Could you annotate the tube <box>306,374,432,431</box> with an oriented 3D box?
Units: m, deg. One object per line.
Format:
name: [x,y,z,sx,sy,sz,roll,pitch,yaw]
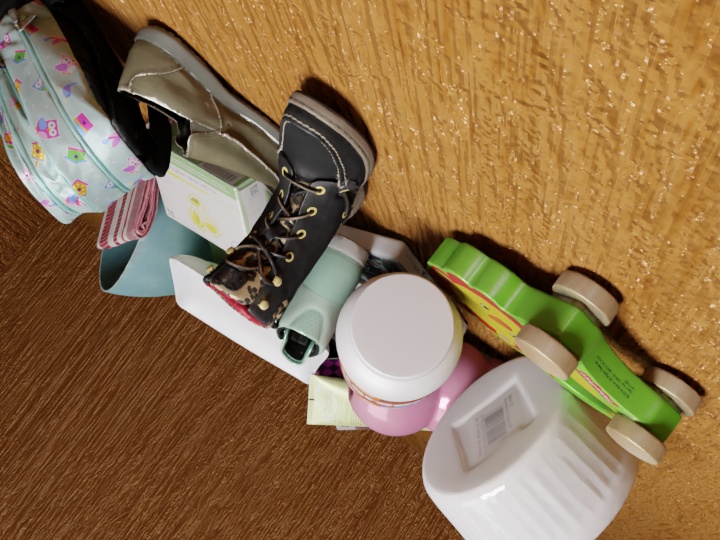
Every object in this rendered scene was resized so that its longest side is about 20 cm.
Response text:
tube: [0.035,0.163,0.971,0.198,0.059,0.052,4,169,0]

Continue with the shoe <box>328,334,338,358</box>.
shoe: [-0.109,0.063,1.059,0.199,0.072,0.091,34,166,-14]

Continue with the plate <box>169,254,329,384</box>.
plate: [-0.128,0.055,0.939,0.199,0.032,0.200,31,160,1]

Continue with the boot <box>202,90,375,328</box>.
boot: [-0.059,-0.039,0.632,0.073,0.151,0.200,34,168,7]

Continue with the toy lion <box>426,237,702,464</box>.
toy lion: [0.146,0.051,0.647,0.200,0.069,0.191,42,173,-26]

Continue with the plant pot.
plant pot: [-0.231,-0.051,1.018,0.134,0.202,0.200,19,177,-28]

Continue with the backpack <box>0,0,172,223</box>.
backpack: [-0.260,-0.144,0.734,0.201,0.126,0.167,59,-174,30]

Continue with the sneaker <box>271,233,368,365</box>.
sneaker: [-0.057,0.036,0.811,0.073,0.119,0.200,28,166,-4]

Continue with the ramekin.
ramekin: [0.153,0.175,0.767,0.098,0.201,0.200,46,165,-15]

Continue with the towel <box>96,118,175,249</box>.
towel: [-0.268,-0.099,0.949,0.023,0.145,0.200,17,169,-28]

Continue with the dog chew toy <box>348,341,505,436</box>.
dog chew toy: [0.089,0.129,0.898,0.198,0.126,0.125,10,170,-8]

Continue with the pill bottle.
pill bottle: [0.033,0.065,0.728,0.112,0.113,0.200,34,170,7]

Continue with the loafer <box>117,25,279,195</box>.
loafer: [-0.131,-0.122,0.708,0.200,0.070,0.075,41,167,-21]

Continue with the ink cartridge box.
ink cartridge box: [-0.147,-0.045,0.859,0.145,0.048,0.201,29,142,32]

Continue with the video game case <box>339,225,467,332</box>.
video game case: [0.000,0.000,0.862,0.199,0.023,0.182,18,161,36]

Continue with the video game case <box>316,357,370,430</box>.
video game case: [0.054,0.162,1.047,0.198,0.036,0.182,-2,150,6]
